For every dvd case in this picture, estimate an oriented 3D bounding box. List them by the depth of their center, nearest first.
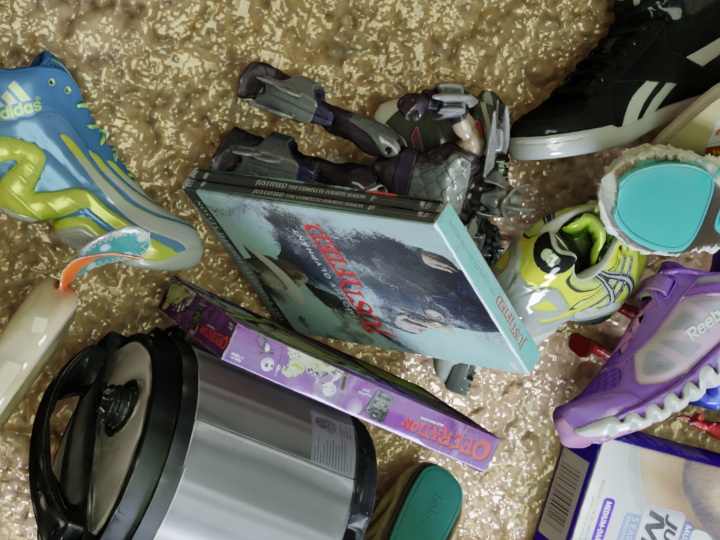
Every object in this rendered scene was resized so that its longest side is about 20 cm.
[{"bbox_3d":[0.000,0.000,1.426,0.022,0.199,0.146,-57,137,-25],"label":"dvd case"}]

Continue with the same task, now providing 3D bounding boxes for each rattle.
[{"bbox_3d":[-0.231,0.017,1.408,0.143,0.130,0.200,43,127,13],"label":"rattle"}]

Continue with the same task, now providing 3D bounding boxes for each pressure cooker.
[{"bbox_3d":[-0.111,0.132,1.446,0.199,0.176,0.179,23,90,-22],"label":"pressure cooker"}]

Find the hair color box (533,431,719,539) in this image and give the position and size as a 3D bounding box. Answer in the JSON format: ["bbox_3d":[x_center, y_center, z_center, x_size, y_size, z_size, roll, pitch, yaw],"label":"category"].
[{"bbox_3d":[0.227,0.180,1.614,0.199,0.065,0.110,15,96,-20],"label":"hair color box"}]

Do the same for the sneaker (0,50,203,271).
[{"bbox_3d":[-0.177,-0.072,1.439,0.199,0.076,0.105,21,94,-18],"label":"sneaker"}]

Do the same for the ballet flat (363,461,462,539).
[{"bbox_3d":[0.011,0.206,1.504,0.069,0.063,0.200,45,44,-9],"label":"ballet flat"}]

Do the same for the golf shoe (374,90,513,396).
[{"bbox_3d":[0.052,-0.020,1.529,0.088,0.077,0.201,3,100,6],"label":"golf shoe"}]

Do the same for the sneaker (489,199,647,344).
[{"bbox_3d":[0.146,-0.008,1.495,0.075,0.200,0.076,49,124,5],"label":"sneaker"}]

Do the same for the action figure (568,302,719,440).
[{"bbox_3d":[0.240,0.078,1.607,0.200,0.052,0.066,27,87,-21],"label":"action figure"}]

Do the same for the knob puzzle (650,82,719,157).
[{"bbox_3d":[0.277,-0.108,1.522,0.219,0.220,0.031,-12,64,-14],"label":"knob puzzle"}]

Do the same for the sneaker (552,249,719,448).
[{"bbox_3d":[0.201,0.044,1.534,0.200,0.080,0.089,-30,92,-19],"label":"sneaker"}]

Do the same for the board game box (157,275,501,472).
[{"bbox_3d":[-0.020,0.065,1.460,0.200,0.120,0.032,25,88,-27],"label":"board game box"}]

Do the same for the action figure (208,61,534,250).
[{"bbox_3d":[0.013,-0.064,1.459,0.199,0.069,0.131,17,100,9],"label":"action figure"}]

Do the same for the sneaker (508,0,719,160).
[{"bbox_3d":[0.165,-0.144,1.517,0.200,0.073,0.112,-20,103,-34],"label":"sneaker"}]

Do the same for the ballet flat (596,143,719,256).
[{"bbox_3d":[0.207,-0.046,1.490,0.200,0.072,0.072,8,99,-42],"label":"ballet flat"}]
